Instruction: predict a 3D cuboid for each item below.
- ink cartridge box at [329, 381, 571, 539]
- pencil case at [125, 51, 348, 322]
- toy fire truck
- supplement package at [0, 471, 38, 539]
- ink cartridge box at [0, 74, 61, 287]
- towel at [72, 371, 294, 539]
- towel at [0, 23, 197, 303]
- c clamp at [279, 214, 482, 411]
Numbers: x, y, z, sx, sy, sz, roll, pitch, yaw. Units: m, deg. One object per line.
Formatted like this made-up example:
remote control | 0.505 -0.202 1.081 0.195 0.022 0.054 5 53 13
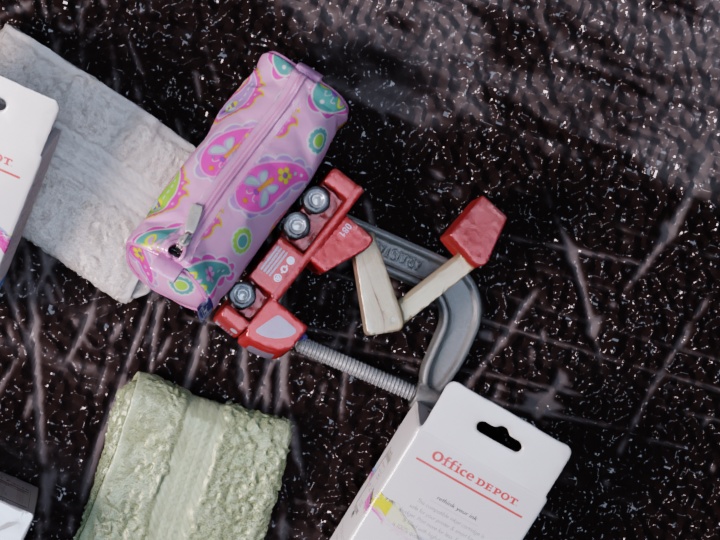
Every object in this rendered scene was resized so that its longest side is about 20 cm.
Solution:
ink cartridge box | 0.062 0.184 1.660 0.116 0.068 0.200 30 101 -8
pencil case | -0.092 -0.063 1.600 0.087 0.087 0.200 38 71 -8
toy fire truck | 0.000 0.000 1.639 0.141 0.049 0.200 38 83 -5
supplement package | -0.351 0.229 1.611 0.155 0.111 0.201 25 92 -8
ink cartridge box | -0.294 -0.065 1.578 0.115 0.068 0.200 24 111 -3
towel | -0.141 0.190 1.668 0.148 0.036 0.201 18 93 -8
towel | -0.216 -0.077 1.636 0.200 0.034 0.133 33 90 -8
c clamp | 0.006 0.054 1.675 0.200 0.027 0.171 29 91 -8
